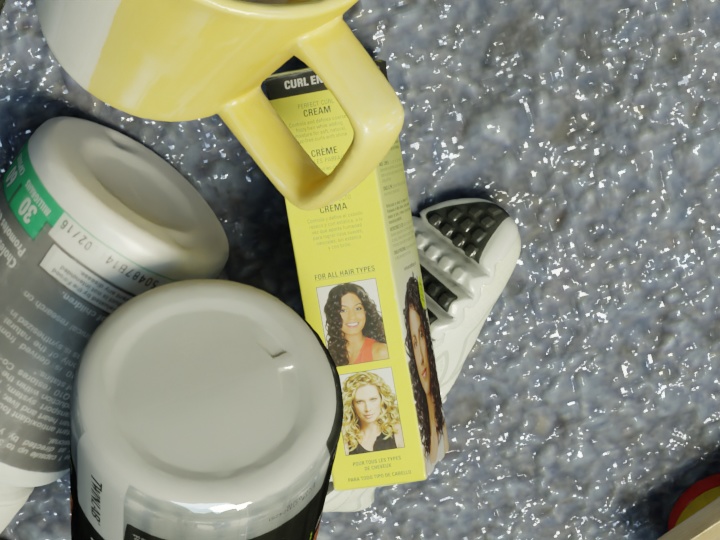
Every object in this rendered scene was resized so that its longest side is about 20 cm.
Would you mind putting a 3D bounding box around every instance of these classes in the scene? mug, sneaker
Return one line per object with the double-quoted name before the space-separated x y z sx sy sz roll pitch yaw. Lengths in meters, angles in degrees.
"mug" -0.072 -0.123 0.845 0.148 0.188 0.153 4 156 -23
"sneaker" 0.021 0.048 1.038 0.081 0.075 0.200 24 109 -46

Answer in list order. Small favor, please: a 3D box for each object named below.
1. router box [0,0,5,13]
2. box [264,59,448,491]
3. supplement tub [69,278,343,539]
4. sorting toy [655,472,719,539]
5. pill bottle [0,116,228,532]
"router box" -0.225 -0.194 0.829 0.199 0.062 0.150 12 117 -36
"box" 0.000 0.000 0.950 0.050 0.075 0.201 -9 95 12
"supplement tub" -0.077 0.104 0.928 0.122 0.123 0.200 -1 147 -9
"sorting toy" 0.284 0.161 1.136 0.200 0.070 0.199 -36 118 11
"pill bottle" -0.163 0.033 0.966 0.113 0.113 0.200 30 110 -23
